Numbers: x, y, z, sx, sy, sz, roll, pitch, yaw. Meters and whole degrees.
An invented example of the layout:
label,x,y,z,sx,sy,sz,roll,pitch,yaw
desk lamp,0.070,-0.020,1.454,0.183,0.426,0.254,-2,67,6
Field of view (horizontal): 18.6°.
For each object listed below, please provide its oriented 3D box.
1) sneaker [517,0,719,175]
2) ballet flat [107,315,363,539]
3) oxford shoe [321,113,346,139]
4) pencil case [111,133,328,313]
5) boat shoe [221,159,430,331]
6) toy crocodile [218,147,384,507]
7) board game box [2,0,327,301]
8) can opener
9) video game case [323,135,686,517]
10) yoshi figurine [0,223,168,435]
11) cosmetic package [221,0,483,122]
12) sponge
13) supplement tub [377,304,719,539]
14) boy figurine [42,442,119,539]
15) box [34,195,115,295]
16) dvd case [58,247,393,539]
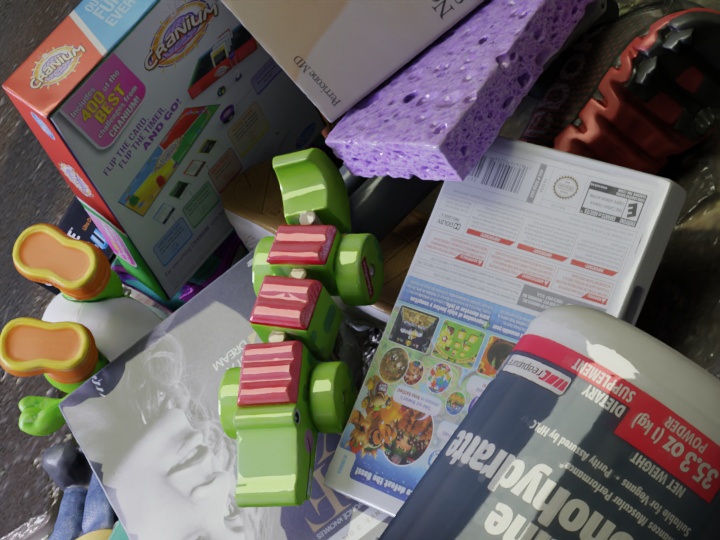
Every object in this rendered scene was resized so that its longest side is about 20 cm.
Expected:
label,x,y,z,sx,sy,sz,roll,pitch,yaw
sneaker,0.122,-0.071,1.176,0.200,0.071,0.098,-45,22,17
ballet flat,-0.063,0.111,1.235,0.200,0.072,0.072,-50,28,-4
oxford shoe,0.008,-0.146,1.328,0.071,0.201,0.073,-24,41,-17
pencil case,-0.074,-0.057,1.419,0.092,0.085,0.201,13,64,41
boat shoe,0.000,0.000,1.273,0.071,0.070,0.200,-35,42,-23
toy crocodile,-0.035,0.030,1.164,0.067,0.062,0.201,0,62,22
board game box,-0.107,-0.095,1.280,0.040,0.200,0.153,32,73,31
can opener,0.066,-0.088,1.227,0.200,0.066,0.053,-42,36,4
video game case,0.069,0.036,1.098,0.143,0.018,0.201,18,84,45
yoshi figurine,-0.173,0.039,1.338,0.112,0.200,0.112,-35,71,2
cosmetic package,0.026,-0.185,1.173,0.200,0.105,0.071,-39,23,13
sponge,0.072,-0.131,1.176,0.200,0.030,0.111,-52,26,-19
supplement tub,0.080,0.129,0.922,0.201,0.140,0.140,-54,29,-8
boy figurine,-0.176,0.190,1.297,0.124,0.064,0.201,-26,33,32
box,-0.133,-0.099,1.489,0.199,0.050,0.200,-53,6,47
dvd case,-0.067,0.100,1.191,0.148,0.016,0.200,-38,55,4
